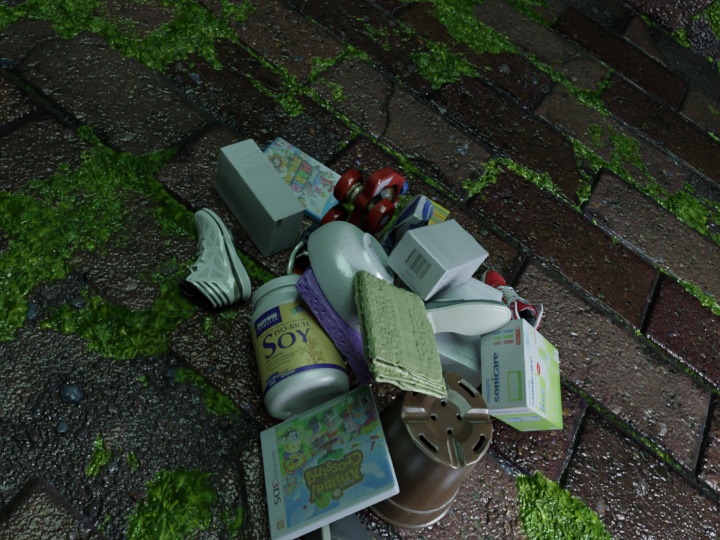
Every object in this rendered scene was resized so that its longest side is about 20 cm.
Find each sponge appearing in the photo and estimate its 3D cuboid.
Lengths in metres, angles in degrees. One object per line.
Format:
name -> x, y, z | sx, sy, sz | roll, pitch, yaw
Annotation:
sponge -> -0.032, 0.079, 1.086 | 0.202, 0.029, 0.112 | 56, 18, -12

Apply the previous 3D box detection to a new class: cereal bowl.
cereal bowl -> 0.000, 0.000, 1.110 | 0.201, 0.082, 0.203 | 48, 23, -28

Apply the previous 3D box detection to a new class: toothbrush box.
toothbrush box -> 0.284, 0.189, 1.153 | 0.199, 0.084, 0.150 | 34, 53, -49

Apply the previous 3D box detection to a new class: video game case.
video game case -> -0.053, 0.283, 0.978 | 0.195, 0.022, 0.185 | -25, 43, 6
video game case -> -0.130, -0.195, 1.410 | 0.197, 0.018, 0.144 | 32, 49, 3

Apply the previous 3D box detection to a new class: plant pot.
plant pot -> 0.102, 0.272, 1.030 | 0.194, 0.200, 0.205 | 11, 51, -14

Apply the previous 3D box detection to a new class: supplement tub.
supplement tub -> -0.106, 0.127, 1.091 | 0.141, 0.147, 0.204 | -3, 55, -24

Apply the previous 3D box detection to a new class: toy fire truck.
toy fire truck -> 0.022, -0.119, 1.279 | 0.112, 0.203, 0.167 | 40, 39, 16

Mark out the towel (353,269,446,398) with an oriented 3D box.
towel -> 0.054, 0.094, 0.981 | 0.146, 0.037, 0.203 | 25, 35, -31

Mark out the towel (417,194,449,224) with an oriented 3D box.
towel -> 0.119, -0.091, 1.435 | 0.085, 0.018, 0.201 | 31, 50, 10

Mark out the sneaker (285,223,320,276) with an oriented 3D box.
sneaker -> -0.093, -0.028, 1.260 | 0.076, 0.080, 0.203 | 19, 48, -5

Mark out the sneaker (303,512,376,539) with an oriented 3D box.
sneaker -> -0.030, 0.375, 0.994 | 0.104, 0.075, 0.204 | 18, 45, -28

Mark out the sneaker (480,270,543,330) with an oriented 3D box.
sneaker -> 0.305, 0.062, 1.327 | 0.069, 0.114, 0.205 | 3, 53, -19

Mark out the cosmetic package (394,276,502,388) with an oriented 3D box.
cosmetic package -> 0.142, 0.104, 1.226 | 0.195, 0.124, 0.203 | 24, 51, -2

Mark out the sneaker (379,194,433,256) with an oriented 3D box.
sneaker -> 0.109, -0.056, 1.292 | 0.114, 0.200, 0.082 | 33, 53, -6

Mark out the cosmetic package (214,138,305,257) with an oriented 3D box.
cosmetic package -> -0.200, -0.142, 1.281 | 0.080, 0.114, 0.201 | -26, 68, -35

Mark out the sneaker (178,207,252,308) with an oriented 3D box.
sneaker -> -0.283, -0.022, 1.178 | 0.113, 0.076, 0.203 | -17, 65, -33

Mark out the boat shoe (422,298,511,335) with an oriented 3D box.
boat shoe -> 0.153, 0.066, 1.105 | 0.193, 0.074, 0.063 | -6, 42, 7

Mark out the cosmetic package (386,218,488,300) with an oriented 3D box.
cosmetic package -> 0.139, -0.023, 1.153 | 0.102, 0.075, 0.198 | 46, 28, 17
